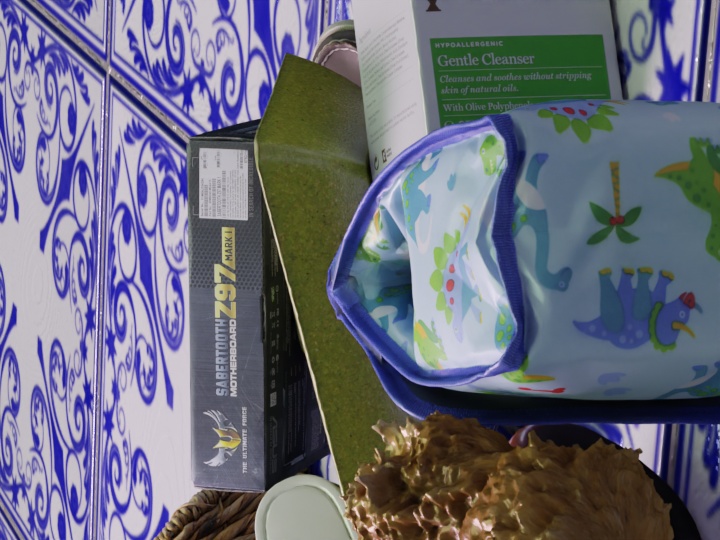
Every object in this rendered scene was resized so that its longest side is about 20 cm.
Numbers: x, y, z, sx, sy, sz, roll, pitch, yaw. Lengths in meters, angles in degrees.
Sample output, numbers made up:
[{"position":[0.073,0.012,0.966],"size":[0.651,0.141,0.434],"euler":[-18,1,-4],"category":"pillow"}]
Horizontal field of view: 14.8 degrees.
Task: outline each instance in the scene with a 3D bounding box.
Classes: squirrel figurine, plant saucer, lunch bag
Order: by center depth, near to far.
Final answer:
[{"position":[0.061,0.154,1.100],"size":[0.187,0.141,0.201],"euler":[165,102,-76],"category":"squirrel figurine"},{"position":[0.095,0.000,1.142],"size":[0.200,0.169,0.128],"euler":[171,99,-69],"category":"lunch bag"},{"position":[0.000,0.000,1.410],"size":[0.200,0.048,0.201],"euler":[-80,-24,-72],"category":"plant saucer"}]

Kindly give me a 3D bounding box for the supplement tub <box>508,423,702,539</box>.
[{"position":[0.061,0.171,1.262],"size":[0.200,0.107,0.107],"euler":[-55,37,25],"category":"supplement tub"}]

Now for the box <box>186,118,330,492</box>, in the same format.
[{"position":[-0.049,0.015,1.597],"size":[0.158,0.051,0.201],"euler":[-23,-65,-69],"category":"box"}]

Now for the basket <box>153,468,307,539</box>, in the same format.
[{"position":[-0.112,0.204,1.781],"size":[0.200,0.142,0.149],"euler":[122,139,-58],"category":"basket"}]

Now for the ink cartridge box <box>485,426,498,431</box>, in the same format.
[{"position":[0.058,0.160,1.402],"size":[0.136,0.076,0.201],"euler":[170,95,-70],"category":"ink cartridge box"}]

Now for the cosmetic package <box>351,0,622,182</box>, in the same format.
[{"position":[0.054,-0.145,1.327],"size":[0.085,0.107,0.201],"euler":[151,113,-68],"category":"cosmetic package"}]

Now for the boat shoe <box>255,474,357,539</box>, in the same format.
[{"position":[0.002,0.200,1.380],"size":[0.062,0.073,0.201],"euler":[45,-155,-72],"category":"boat shoe"}]

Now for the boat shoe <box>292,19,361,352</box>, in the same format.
[{"position":[-0.006,-0.036,1.534],"size":[0.060,0.072,0.201],"euler":[-48,-38,-64],"category":"boat shoe"}]
